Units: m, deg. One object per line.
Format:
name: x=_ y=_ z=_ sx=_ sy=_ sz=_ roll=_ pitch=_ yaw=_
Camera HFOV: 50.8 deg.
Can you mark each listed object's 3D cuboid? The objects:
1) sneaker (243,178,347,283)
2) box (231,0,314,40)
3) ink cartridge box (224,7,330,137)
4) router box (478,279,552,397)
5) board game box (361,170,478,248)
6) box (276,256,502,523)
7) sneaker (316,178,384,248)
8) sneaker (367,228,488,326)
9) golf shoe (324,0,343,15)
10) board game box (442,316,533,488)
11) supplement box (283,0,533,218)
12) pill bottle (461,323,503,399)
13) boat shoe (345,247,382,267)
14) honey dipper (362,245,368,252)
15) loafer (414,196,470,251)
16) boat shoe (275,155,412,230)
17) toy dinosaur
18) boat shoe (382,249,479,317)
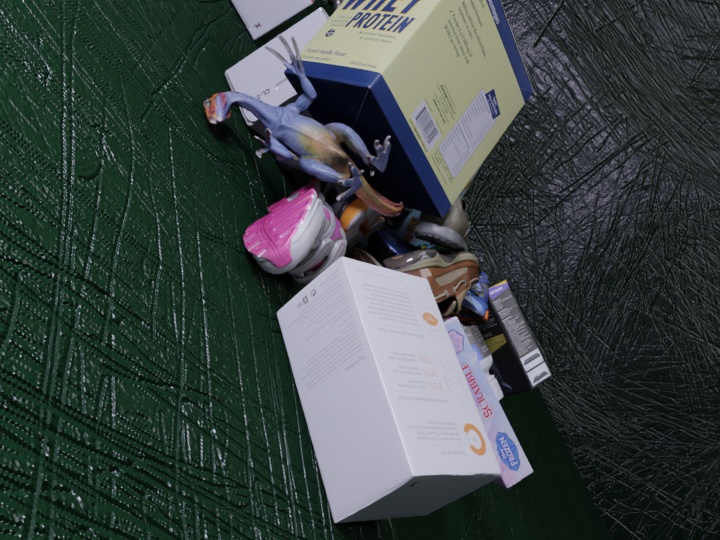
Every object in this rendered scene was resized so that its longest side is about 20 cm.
sneaker: x=-0.052 y=-0.030 z=0.758 sx=0.089 sy=0.081 sz=0.200 roll=59 pitch=14 yaw=-11
box: x=-0.147 y=-0.463 z=1.165 sx=0.153 sy=0.106 sz=0.201 roll=58 pitch=14 yaw=-23
ink cartridge box: x=-0.057 y=-0.222 z=0.964 sx=0.083 sy=0.145 sz=0.200 roll=64 pitch=12 yaw=16
router box: x=0.181 y=0.120 z=1.171 sx=0.052 sy=0.200 sz=0.159 roll=-22 pitch=85 yaw=-35
board game box: x=0.076 y=-0.121 z=1.070 sx=0.104 sy=0.201 sz=0.103 roll=4 pitch=33 yaw=-51
box: x=0.022 y=0.106 z=0.673 sx=0.124 sy=0.097 sz=0.202 roll=15 pitch=47 yaw=-45
sneaker: x=-0.019 y=-0.072 z=0.911 sx=0.077 sy=0.078 sz=0.200 roll=52 pitch=-13 yaw=5
sneaker: x=0.094 y=0.000 z=1.025 sx=0.199 sy=0.075 sz=0.079 roll=33 pitch=60 yaw=-20
golf shoe: x=0.031 y=-0.287 z=0.925 sx=0.201 sy=0.088 sz=0.077 roll=55 pitch=10 yaw=-24
board game box: x=0.114 y=0.158 z=0.950 sx=0.201 sy=0.041 sz=0.200 roll=63 pitch=-15 yaw=-1
supplement box: x=0.062 y=-0.208 z=0.838 sx=0.134 sy=0.200 sz=0.200 roll=22 pitch=-22 yaw=41
pill bottle: x=0.122 y=0.110 z=1.099 sx=0.202 sy=0.113 sz=0.114 roll=64 pitch=13 yaw=6
boat shoe: x=0.005 y=0.055 z=0.845 sx=0.075 sy=0.074 sz=0.204 roll=29 pitch=35 yaw=-54
honey dipper: x=0.000 y=0.000 z=1.022 sx=0.038 sy=0.038 sz=0.200 roll=62 pitch=17 yaw=-7
loafer: x=0.110 y=-0.064 z=0.948 sx=0.200 sy=0.074 sz=0.070 roll=-12 pitch=120 yaw=-85
boat shoe: x=-0.022 y=-0.103 z=0.966 sx=0.198 sy=0.063 sz=0.073 roll=18 pitch=22 yaw=-22
toy dinosaur: x=-0.069 y=-0.124 z=0.770 sx=0.180 sy=0.105 sz=0.201 roll=25 pitch=-26 yaw=30
boat shoe: x=0.088 y=0.020 z=0.899 sx=0.199 sy=0.075 sz=0.075 roll=0 pitch=75 yaw=-59
